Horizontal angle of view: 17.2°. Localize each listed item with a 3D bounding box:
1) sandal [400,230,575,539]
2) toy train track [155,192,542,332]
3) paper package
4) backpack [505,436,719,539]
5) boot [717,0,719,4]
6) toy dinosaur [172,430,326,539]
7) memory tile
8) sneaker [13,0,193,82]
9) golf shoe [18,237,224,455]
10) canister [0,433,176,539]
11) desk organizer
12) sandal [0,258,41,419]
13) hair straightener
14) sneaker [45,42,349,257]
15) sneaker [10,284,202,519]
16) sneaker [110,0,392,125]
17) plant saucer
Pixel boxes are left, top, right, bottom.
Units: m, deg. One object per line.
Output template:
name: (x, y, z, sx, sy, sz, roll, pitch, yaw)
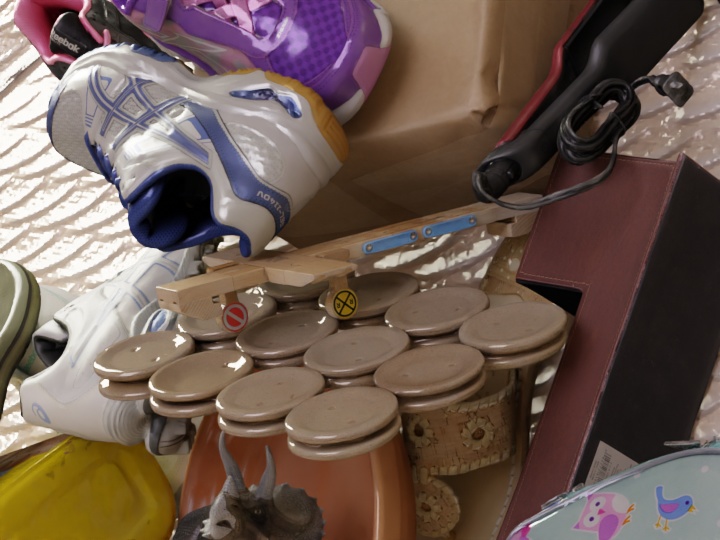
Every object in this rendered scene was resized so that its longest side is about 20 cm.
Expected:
sandal: (0.046, 0.057, 1.145, 0.078, 0.070, 0.212, 16, 80, 44)
toy train track: (0.000, 0.000, 1.122, 0.115, 0.200, 0.033, 10, 113, 61)
paper package: (0.020, -0.123, 1.235, 0.200, 0.103, 0.191, -12, 61, 37)
backpack: (0.163, 0.147, 0.943, 0.200, 0.153, 0.176, -28, 57, 13)
boot: (0.203, -0.145, 1.115, 0.075, 0.074, 0.200, -24, 60, -19)
toy dinosaur: (-0.064, 0.147, 1.125, 0.200, 0.077, 0.103, 146, 143, -71)
memory tile: (-0.017, 0.038, 1.091, 0.200, 0.153, 0.017, 13, 121, 49)
sneaker: (-0.138, -0.110, 1.371, 0.079, 0.095, 0.200, -53, 47, 5)
golf shoe: (-0.122, 0.021, 1.244, 0.097, 0.078, 0.200, 0, 27, 8)
canister: (-0.208, 0.154, 1.250, 0.200, 0.087, 0.148, -21, 12, 43)
desk organizer: (0.108, 0.048, 1.097, 0.077, 0.072, 0.200, 10, 76, 45)
sandal: (-0.215, 0.049, 1.240, 0.080, 0.057, 0.201, -50, 17, 24)
hair straightener: (0.113, -0.088, 1.113, 0.077, 0.041, 0.200, -3, 31, 40)
sneaker: (-0.101, -0.055, 1.162, 0.200, 0.075, 0.088, 7, 54, 47)
sneaker: (-0.153, 0.069, 1.306, 0.070, 0.080, 0.200, -53, 47, 5)
sneaker: (-0.069, -0.132, 1.182, 0.200, 0.088, 0.081, 30, 88, 44)
plant saucer: (-0.030, 0.130, 1.160, 0.200, 0.037, 0.201, -22, 63, 55)
